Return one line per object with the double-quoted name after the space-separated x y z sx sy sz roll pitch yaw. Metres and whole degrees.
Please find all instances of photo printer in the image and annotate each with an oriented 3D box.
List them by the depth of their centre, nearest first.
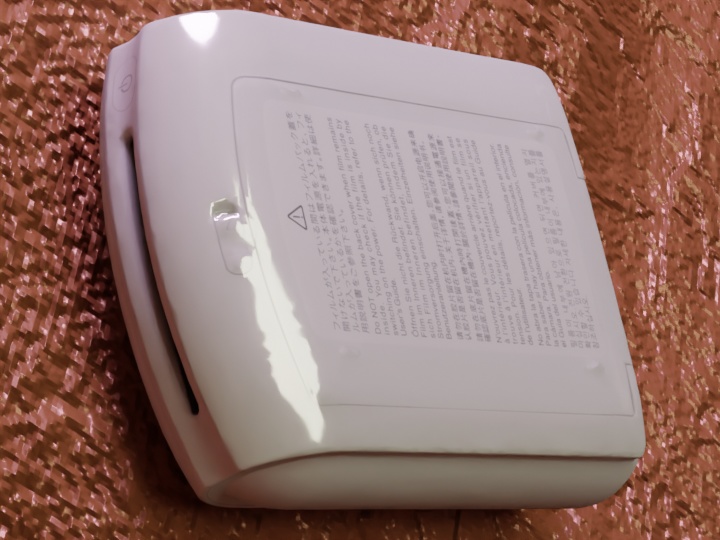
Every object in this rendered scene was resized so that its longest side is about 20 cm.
0.000 0.000 0.845 0.199 0.069 0.168 5 65 -46 "photo printer"
